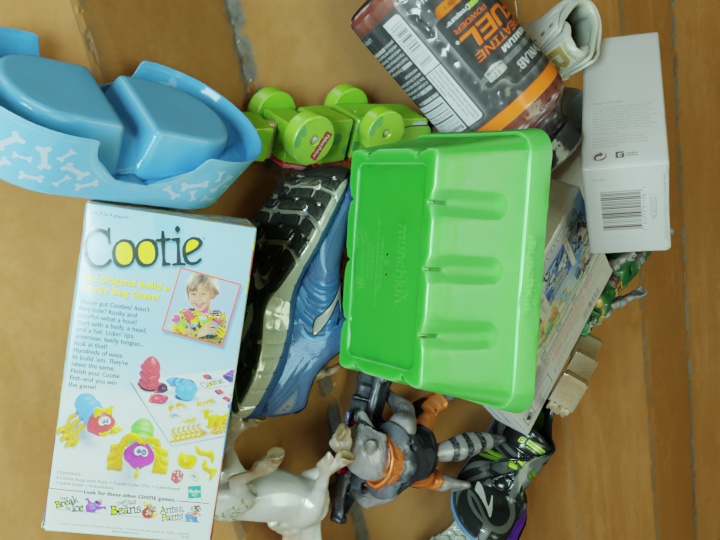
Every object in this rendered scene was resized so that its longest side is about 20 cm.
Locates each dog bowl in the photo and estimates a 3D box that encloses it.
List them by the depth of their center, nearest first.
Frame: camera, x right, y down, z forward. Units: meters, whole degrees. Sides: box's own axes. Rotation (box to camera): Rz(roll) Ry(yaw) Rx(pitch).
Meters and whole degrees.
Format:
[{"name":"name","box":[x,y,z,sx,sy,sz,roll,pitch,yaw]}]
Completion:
[{"name":"dog bowl","box":[-0.156,-0.088,0.552,0.200,0.112,0.050,3,130,-45]}]

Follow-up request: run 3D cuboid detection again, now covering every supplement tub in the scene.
[{"name":"supplement tub","box":[0.093,-0.163,0.730,0.200,0.107,0.107,47,63,-10]}]

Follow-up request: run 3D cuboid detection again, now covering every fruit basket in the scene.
[{"name":"fruit basket","box":[0.086,-0.004,0.676,0.215,0.155,0.216,-5,98,-38]}]

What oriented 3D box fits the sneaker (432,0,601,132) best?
[{"name":"sneaker","box":[0.147,-0.177,0.816,0.074,0.116,0.200,41,64,-15]}]

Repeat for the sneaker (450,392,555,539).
[{"name":"sneaker","box":[0.153,0.197,0.923,0.200,0.071,0.083,-55,175,-40]}]

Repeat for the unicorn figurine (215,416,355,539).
[{"name":"unicorn figurine","box":[-0.059,0.185,0.719,0.200,0.074,0.137,24,117,-14]}]

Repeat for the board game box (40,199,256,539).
[{"name":"board game box","box":[-0.135,0.059,0.583,0.105,0.103,0.200,9,95,-11]}]

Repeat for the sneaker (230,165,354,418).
[{"name":"sneaker","box":[-0.044,0.017,0.673,0.089,0.079,0.200,18,94,-42]}]

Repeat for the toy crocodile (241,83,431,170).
[{"name":"toy crocodile","box":[-0.027,-0.108,0.705,0.200,0.067,0.062,-13,127,-41]}]

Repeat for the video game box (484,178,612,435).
[{"name":"video game box","box":[0.167,0.040,0.854,0.200,0.047,0.182,-59,148,-12]}]

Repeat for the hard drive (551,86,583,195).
[{"name":"hard drive","box":[0.164,-0.069,0.861,0.200,0.027,0.132,-45,135,-30]}]

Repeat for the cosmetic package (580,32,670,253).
[{"name":"cosmetic package","box":[0.242,-0.120,0.813,0.200,0.071,0.101,-76,156,-42]}]

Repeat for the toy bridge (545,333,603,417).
[{"name":"toy bridge","box":[0.220,0.115,0.925,0.067,0.027,0.200,-64,167,16]}]

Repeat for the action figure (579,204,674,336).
[{"name":"action figure","box":[0.288,0.001,0.994,0.200,0.055,0.118,-49,134,-26]}]

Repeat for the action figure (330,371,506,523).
[{"name":"action figure","box":[0.048,0.139,0.817,0.193,0.105,0.200,-2,102,-54]}]

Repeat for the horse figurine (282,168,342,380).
[{"name":"horse figurine","box":[0.000,0.000,0.735,0.132,0.050,0.200,-18,107,-13]}]

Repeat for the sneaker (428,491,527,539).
[{"name":"sneaker","box":[0.120,0.311,0.951,0.200,0.070,0.100,-41,131,-29]}]
